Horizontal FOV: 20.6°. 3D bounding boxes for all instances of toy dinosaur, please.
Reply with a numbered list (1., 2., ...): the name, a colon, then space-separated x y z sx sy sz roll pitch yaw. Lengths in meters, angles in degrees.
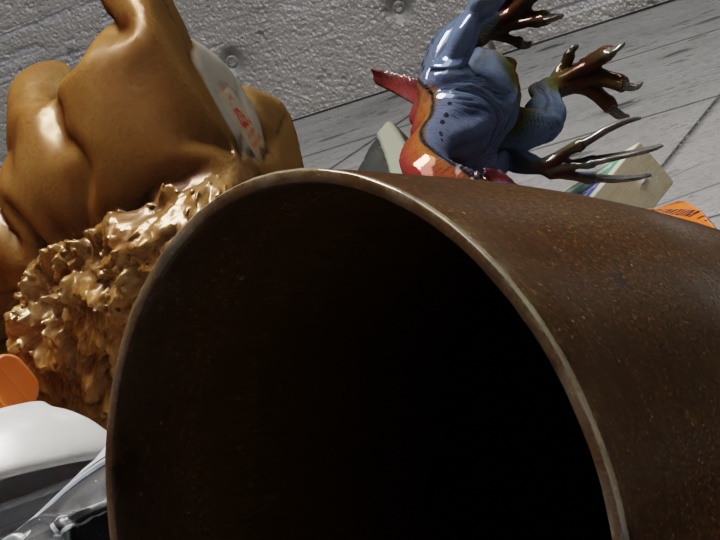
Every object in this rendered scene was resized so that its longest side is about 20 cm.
1. toy dinosaur: 0.051 -0.054 0.817 0.200 0.105 0.181 -33 7 44

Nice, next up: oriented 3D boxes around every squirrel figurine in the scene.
1. squirrel figurine: -0.127 -0.011 0.891 0.186 0.142 0.200 -30 51 15

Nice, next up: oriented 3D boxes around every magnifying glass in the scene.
1. magnifying glass: -0.192 0.051 0.899 0.022 0.080 0.200 -45 18 -23

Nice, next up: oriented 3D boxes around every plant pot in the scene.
1. plant pot: 0.064 0.057 0.548 0.200 0.187 0.187 -9 0 -43

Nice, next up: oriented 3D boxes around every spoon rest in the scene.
1. spoon rest: -0.155 0.096 0.828 0.099 0.061 0.200 -15 -6 -19

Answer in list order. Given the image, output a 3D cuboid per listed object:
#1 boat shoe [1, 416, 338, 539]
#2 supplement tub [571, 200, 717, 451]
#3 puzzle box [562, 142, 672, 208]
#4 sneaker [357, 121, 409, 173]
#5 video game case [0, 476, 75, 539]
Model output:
1. boat shoe: -0.094 0.107 0.612 0.200 0.072 0.068 -29 13 18
2. supplement tub: 0.040 0.054 0.700 0.200 0.123 0.123 -20 9 -7
3. puzzle box: 0.042 0.026 0.886 0.133 0.025 0.200 -47 8 -39
4. sneaker: 0.000 0.000 0.862 0.106 0.075 0.200 -42 7 7
5. video game case: -0.116 0.112 0.820 0.200 0.017 0.143 -19 -18 -1
